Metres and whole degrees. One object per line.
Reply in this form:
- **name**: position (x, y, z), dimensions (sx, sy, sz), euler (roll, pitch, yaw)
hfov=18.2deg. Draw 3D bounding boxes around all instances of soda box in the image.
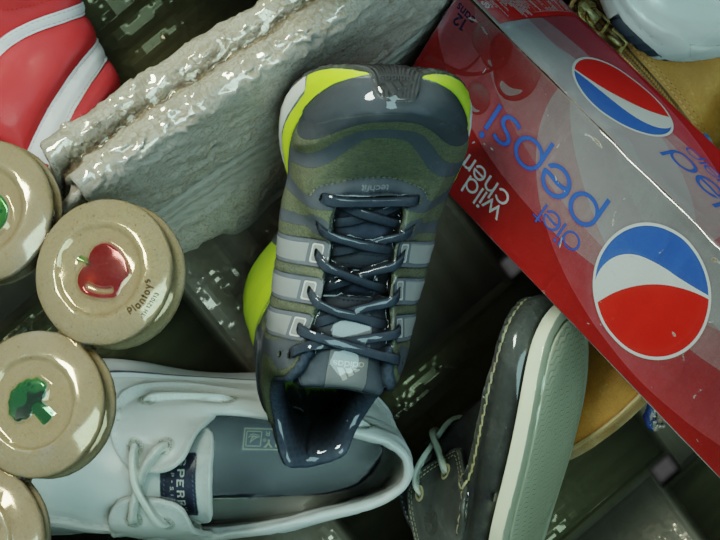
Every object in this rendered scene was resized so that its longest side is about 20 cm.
- **soda box**: position (0.101, -0.019, 0.845), dimensions (0.063, 0.200, 0.070), euler (-12, 143, -50)

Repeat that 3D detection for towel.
- **towel**: position (-0.031, -0.066, 0.854), dimensions (0.200, 0.133, 0.035), euler (-36, 76, -11)

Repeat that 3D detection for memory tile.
- **memory tile**: position (-0.161, 0.047, 0.773), dimensions (0.153, 0.017, 0.201), euler (26, 90, 18)

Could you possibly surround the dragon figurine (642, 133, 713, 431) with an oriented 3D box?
- **dragon figurine**: position (0.164, -0.021, 0.898), dimensions (0.059, 0.099, 0.201), euler (18, 77, -41)

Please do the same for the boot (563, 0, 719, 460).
- **boot**: position (0.093, -0.036, 0.945), dimensions (0.144, 0.071, 0.202), euler (37, 87, -17)

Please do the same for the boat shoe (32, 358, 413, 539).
- **boat shoe**: position (-0.075, 0.074, 0.911), dimensions (0.199, 0.065, 0.074), euler (-7, 106, -17)

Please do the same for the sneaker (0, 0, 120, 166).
- **sneaker**: position (-0.183, -0.049, 0.841), dimensions (0.199, 0.071, 0.113), euler (-34, 108, -10)

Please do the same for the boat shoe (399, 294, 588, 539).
- **boat shoe**: position (0.046, 0.093, 0.927), dimensions (0.067, 0.072, 0.201), euler (25, 126, 18)

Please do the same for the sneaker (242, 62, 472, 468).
- **sneaker**: position (0.000, 0.000, 0.835), dimensions (0.073, 0.081, 0.201), euler (2, 143, -8)

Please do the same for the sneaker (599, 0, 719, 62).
- **sneaker**: position (0.195, -0.148, 0.884), dimensions (0.198, 0.129, 0.080), euler (-13, 80, -28)
